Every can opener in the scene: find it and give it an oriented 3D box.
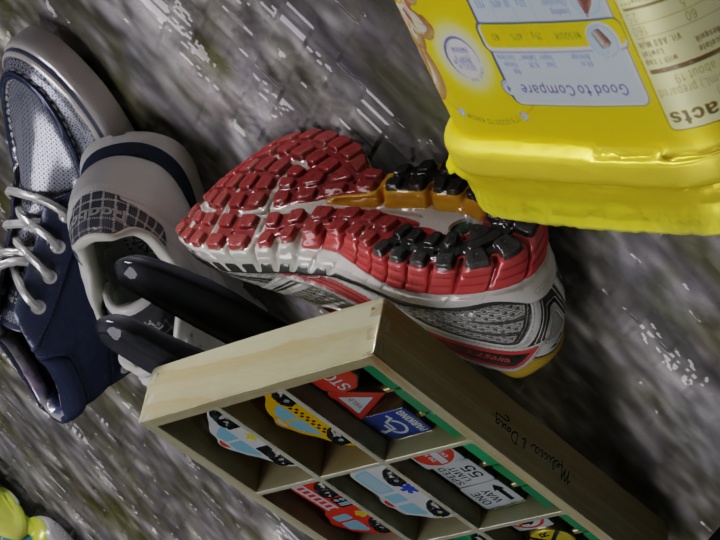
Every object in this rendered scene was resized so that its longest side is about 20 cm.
[{"bbox_3d":[-0.031,0.050,0.918,0.200,0.064,0.078,24,151,-38],"label":"can opener"}]

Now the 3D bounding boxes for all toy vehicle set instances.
[{"bbox_3d":[0.022,0.085,0.880,0.124,0.027,0.200,-18,137,37],"label":"toy vehicle set"}]

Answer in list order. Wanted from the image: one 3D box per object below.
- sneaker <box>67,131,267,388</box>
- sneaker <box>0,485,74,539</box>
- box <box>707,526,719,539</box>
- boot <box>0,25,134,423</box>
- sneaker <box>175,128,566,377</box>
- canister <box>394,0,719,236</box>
[{"bbox_3d":[-0.087,0.034,1.011,0.076,0.081,0.200,-19,122,15],"label":"sneaker"},{"bbox_3d":[-0.271,0.200,1.490,0.200,0.105,0.076,45,153,6],"label":"sneaker"},{"bbox_3d":[0.179,0.209,0.797,0.200,0.164,0.086,47,152,-1],"label":"box"},{"bbox_3d":[-0.149,-0.017,1.045,0.073,0.090,0.200,21,143,41],"label":"boot"},{"bbox_3d":[0.000,0.000,0.870,0.200,0.078,0.082,17,142,45],"label":"sneaker"},{"bbox_3d":[0.058,-0.118,0.625,0.148,0.087,0.200,7,132,51],"label":"canister"}]
